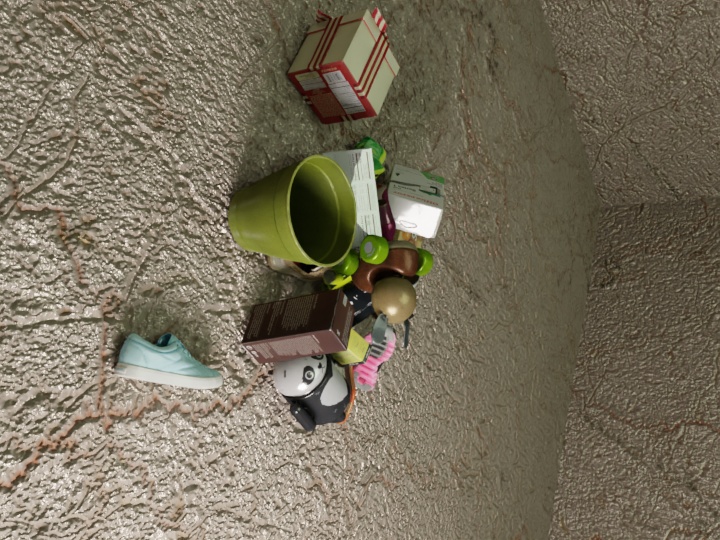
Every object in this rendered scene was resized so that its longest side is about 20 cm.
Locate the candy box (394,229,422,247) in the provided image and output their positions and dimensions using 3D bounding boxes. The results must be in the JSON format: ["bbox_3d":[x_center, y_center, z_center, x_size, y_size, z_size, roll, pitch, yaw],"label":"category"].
[{"bbox_3d":[0.120,-0.098,1.598,0.115,0.055,0.201,38,58,-48],"label":"candy box"}]

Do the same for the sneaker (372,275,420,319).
[{"bbox_3d":[0.083,0.057,1.495,0.200,0.073,0.085,-40,160,-47],"label":"sneaker"}]

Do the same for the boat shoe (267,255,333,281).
[{"bbox_3d":[-0.110,-0.016,1.253,0.199,0.069,0.074,7,82,-55],"label":"boat shoe"}]

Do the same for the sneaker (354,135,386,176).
[{"bbox_3d":[0.014,-0.269,1.425,0.084,0.074,0.200,47,23,-21],"label":"sneaker"}]

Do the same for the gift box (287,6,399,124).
[{"bbox_3d":[-0.032,-0.465,1.291,0.200,0.183,0.188,54,49,-47],"label":"gift box"}]

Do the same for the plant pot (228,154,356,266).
[{"bbox_3d":[-0.141,-0.105,1.107,0.200,0.192,0.202,3,86,-54],"label":"plant pot"}]

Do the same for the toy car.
[{"bbox_3d":[0.051,0.051,1.146,0.164,0.157,0.202,13,65,-42],"label":"toy car"}]

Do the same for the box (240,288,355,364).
[{"bbox_3d":[-0.117,0.107,1.110,0.075,0.199,0.101,56,33,-38],"label":"box"}]

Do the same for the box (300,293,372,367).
[{"bbox_3d":[-0.069,0.132,1.259,0.200,0.075,0.050,42,53,-25],"label":"box"}]

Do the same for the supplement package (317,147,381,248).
[{"bbox_3d":[-0.038,-0.152,1.263,0.110,0.156,0.202,-9,98,-17],"label":"supplement package"}]

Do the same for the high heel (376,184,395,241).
[{"bbox_3d":[0.040,-0.133,1.335,0.200,0.067,0.097,-95,173,-65],"label":"high heel"}]

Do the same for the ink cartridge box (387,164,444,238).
[{"bbox_3d":[0.133,-0.178,1.467,0.200,0.145,0.085,-76,-179,-58],"label":"ink cartridge box"}]

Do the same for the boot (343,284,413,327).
[{"bbox_3d":[0.011,0.091,1.343,0.200,0.168,0.077,40,21,-46],"label":"boot"}]

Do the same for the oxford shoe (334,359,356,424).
[{"bbox_3d":[-0.055,0.247,1.335,0.072,0.071,0.201,17,67,-35],"label":"oxford shoe"}]

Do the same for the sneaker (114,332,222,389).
[{"bbox_3d":[-0.303,0.149,0.967,0.200,0.074,0.083,26,70,-53],"label":"sneaker"}]

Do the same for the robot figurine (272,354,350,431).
[{"bbox_3d":[-0.096,0.240,1.211,0.124,0.150,0.200,-35,126,-4],"label":"robot figurine"}]

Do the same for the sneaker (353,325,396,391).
[{"bbox_3d":[0.037,0.194,1.399,0.095,0.079,0.201,-50,168,-54],"label":"sneaker"}]

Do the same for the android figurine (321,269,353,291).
[{"bbox_3d":[0.000,0.000,1.326,0.200,0.182,0.041,1,56,-60],"label":"android figurine"}]
